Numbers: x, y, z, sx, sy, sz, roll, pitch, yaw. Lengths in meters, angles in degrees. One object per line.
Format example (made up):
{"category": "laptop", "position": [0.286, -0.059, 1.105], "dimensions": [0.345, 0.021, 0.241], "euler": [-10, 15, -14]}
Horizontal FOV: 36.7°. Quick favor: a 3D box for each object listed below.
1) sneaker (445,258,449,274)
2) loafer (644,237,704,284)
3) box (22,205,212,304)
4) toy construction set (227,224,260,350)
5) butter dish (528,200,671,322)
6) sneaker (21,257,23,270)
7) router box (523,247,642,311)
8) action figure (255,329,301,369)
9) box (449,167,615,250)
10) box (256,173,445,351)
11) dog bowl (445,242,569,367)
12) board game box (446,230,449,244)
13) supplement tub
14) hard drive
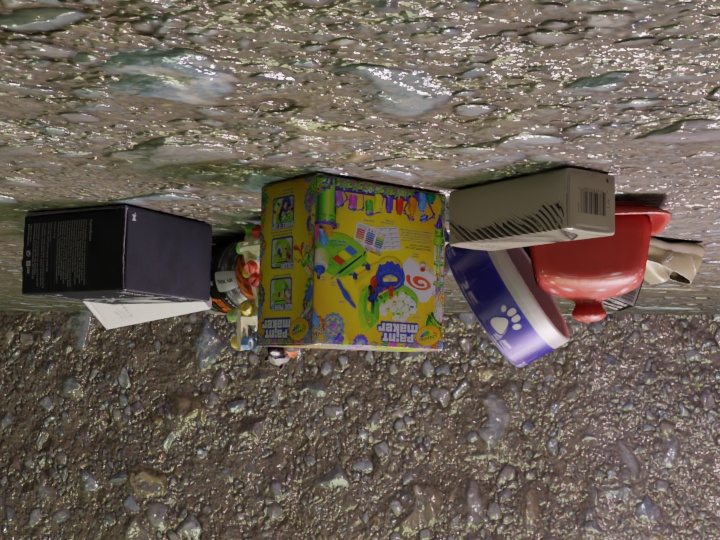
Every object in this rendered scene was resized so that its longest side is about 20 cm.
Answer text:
{"category": "sneaker", "position": [0.058, -0.022, 1.754], "dimensions": [0.198, 0.075, 0.080], "euler": [8, -178, 27]}
{"category": "loafer", "position": [0.456, -0.014, 1.707], "dimensions": [0.198, 0.069, 0.076], "euler": [3, 174, -18]}
{"category": "box", "position": [-0.353, -0.018, 1.590], "dimensions": [0.195, 0.126, 0.199], "euler": [-4, 172, 29]}
{"category": "toy construction set", "position": [-0.156, 0.011, 1.638], "dimensions": [0.091, 0.202, 0.131], "euler": [15, -146, 17]}
{"category": "butter dish", "position": [0.297, -0.008, 1.412], "dimensions": [0.197, 0.150, 0.200], "euler": [1, 175, 10]}
{"category": "sneaker", "position": [-0.500, -0.033, 1.754], "dimensions": [0.198, 0.072, 0.099], "euler": [-9, 168, 30]}
{"category": "router box", "position": [0.334, 0.005, 1.712], "dimensions": [0.198, 0.052, 0.149], "euler": [21, 176, 6]}
{"category": "action figure", "position": [-0.112, 0.083, 1.863], "dimensions": [0.104, 0.195, 0.200], "euler": [27, -166, 0]}
{"category": "box", "position": [0.192, -0.067, 1.242], "dimensions": [0.081, 0.069, 0.199], "euler": [5, 172, -33]}
{"category": "box", "position": [-0.009, -0.002, 1.307], "dimensions": [0.198, 0.195, 0.121], "euler": [6, 172, -38]}
{"category": "dog bowl", "position": [0.199, 0.027, 1.473], "dimensions": [0.078, 0.201, 0.200], "euler": [-32, 164, 14]}
{"category": "board game box", "position": [0.000, 0.000, 1.558], "dimensions": [0.198, 0.044, 0.200], "euler": [5, 137, -40]}
{"category": "supplement tub", "position": [-0.201, 0.009, 1.810], "dimensions": [0.121, 0.124, 0.199], "euler": [5, 173, -31]}
{"category": "hard drive", "position": [-0.360, 0.033, 1.771], "dimensions": [0.198, 0.026, 0.132], "euler": [-12, 136, 18]}
